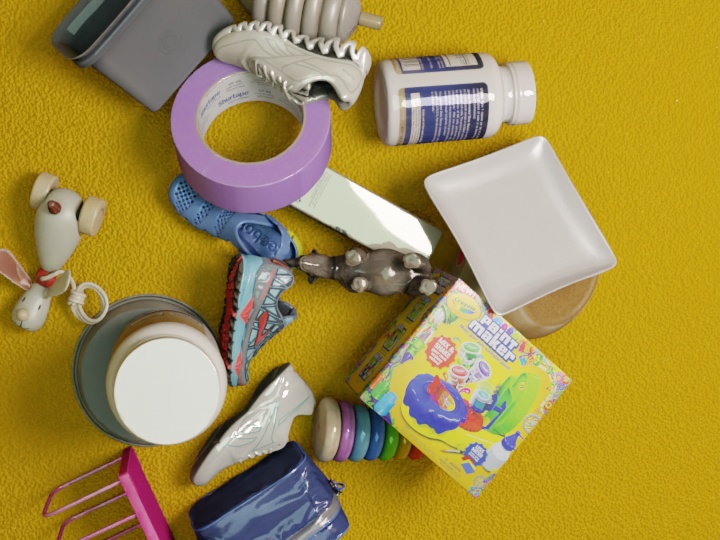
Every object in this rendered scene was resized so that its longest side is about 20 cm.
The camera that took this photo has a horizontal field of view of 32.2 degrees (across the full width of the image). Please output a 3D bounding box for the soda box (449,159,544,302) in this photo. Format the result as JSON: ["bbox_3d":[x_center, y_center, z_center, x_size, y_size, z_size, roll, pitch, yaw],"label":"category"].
[{"bbox_3d":[0.182,-0.046,1.669,0.063,0.068,0.202,25,90,-10],"label":"soda box"}]

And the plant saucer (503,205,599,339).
[{"bbox_3d":[0.256,0.000,1.660,0.198,0.035,0.203,-12,111,-32],"label":"plant saucer"}]

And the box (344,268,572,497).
[{"bbox_3d":[0.121,0.139,1.583,0.200,0.122,0.193,40,88,-11],"label":"box"}]

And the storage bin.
[{"bbox_3d":[-0.265,-0.305,1.550,0.200,0.145,0.134,-48,128,-3],"label":"storage bin"}]

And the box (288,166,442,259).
[{"bbox_3d":[0.002,-0.070,1.632,0.198,0.082,0.069,29,89,-9],"label":"box"}]

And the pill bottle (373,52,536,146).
[{"bbox_3d":[0.122,-0.224,1.622,0.197,0.111,0.113,-5,96,-9],"label":"pill bottle"}]

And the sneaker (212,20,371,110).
[{"bbox_3d":[-0.089,-0.249,1.524,0.197,0.075,0.082,11,72,6],"label":"sneaker"}]

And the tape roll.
[{"bbox_3d":[-0.135,-0.174,1.558,0.197,0.066,0.202,0,63,1],"label":"tape roll"}]

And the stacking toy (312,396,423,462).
[{"bbox_3d":[0.039,0.219,1.669,0.197,0.085,0.087,7,94,-16],"label":"stacking toy"}]

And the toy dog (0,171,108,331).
[{"bbox_3d":[-0.389,-0.022,1.556,0.130,0.096,0.203,0,93,6],"label":"toy dog"}]

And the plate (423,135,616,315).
[{"bbox_3d":[0.198,-0.056,1.577,0.198,0.032,0.202,-21,74,-25],"label":"plate"}]

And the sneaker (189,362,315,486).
[{"bbox_3d":[-0.140,0.217,1.639,0.200,0.070,0.080,-44,103,-4],"label":"sneaker"}]

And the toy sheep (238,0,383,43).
[{"bbox_3d":[-0.066,-0.341,1.573,0.198,0.138,0.140,14,93,8],"label":"toy sheep"}]

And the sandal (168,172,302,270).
[{"bbox_3d":[-0.157,-0.063,1.603,0.199,0.087,0.080,31,92,-9],"label":"sandal"}]

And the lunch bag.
[{"bbox_3d":[-0.108,0.325,1.619,0.199,0.136,0.133,-32,100,-6],"label":"lunch bag"}]

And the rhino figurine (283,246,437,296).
[{"bbox_3d":[0.000,0.000,1.571,0.197,0.087,0.061,5,92,5],"label":"rhino figurine"}]

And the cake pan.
[{"bbox_3d":[-0.276,0.133,1.624,0.197,0.037,0.203,-1,95,-10],"label":"cake pan"}]

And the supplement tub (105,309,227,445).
[{"bbox_3d":[-0.234,0.129,1.510,0.142,0.200,0.146,-1,95,-9],"label":"supplement tub"}]

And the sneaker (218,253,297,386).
[{"bbox_3d":[-0.127,0.072,1.593,0.094,0.080,0.202,1,129,-15],"label":"sneaker"}]

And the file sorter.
[{"bbox_3d":[-0.307,0.354,1.588,0.124,0.139,0.202,-25,98,-5],"label":"file sorter"}]
